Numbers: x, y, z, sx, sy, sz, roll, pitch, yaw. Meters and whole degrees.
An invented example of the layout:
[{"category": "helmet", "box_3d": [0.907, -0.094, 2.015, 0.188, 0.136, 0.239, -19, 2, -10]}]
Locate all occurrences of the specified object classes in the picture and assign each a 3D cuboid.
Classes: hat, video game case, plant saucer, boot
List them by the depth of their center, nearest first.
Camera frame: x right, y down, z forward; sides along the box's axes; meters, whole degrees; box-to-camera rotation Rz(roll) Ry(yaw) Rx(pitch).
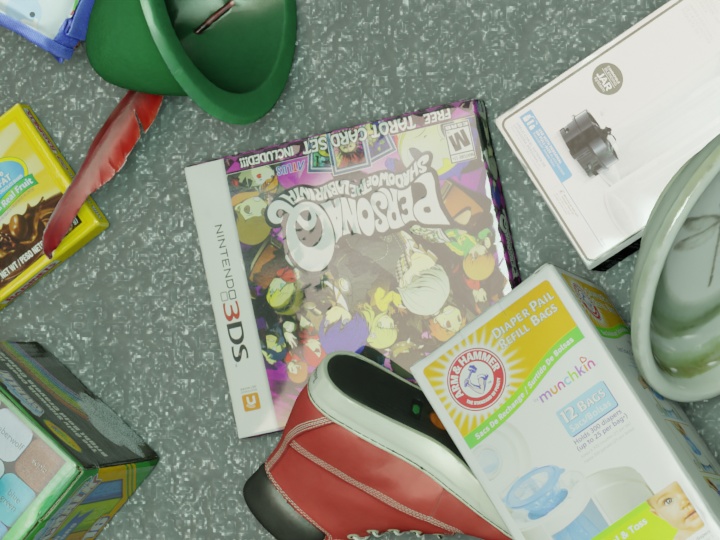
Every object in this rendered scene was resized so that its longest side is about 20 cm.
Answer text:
[{"category": "plant saucer", "box_3d": [0.216, -0.020, 1.558, 0.050, 0.200, 0.200, 34, 98, 36]}, {"category": "boot", "box_3d": [0.032, 0.154, 1.672, 0.200, 0.072, 0.144, 30, 121, -2]}, {"category": "hat", "box_3d": [-0.158, -0.150, 1.690, 0.176, 0.166, 0.200, -13, 48, 32]}, {"category": "video game case", "box_3d": [0.000, 0.000, 1.691, 0.200, 0.036, 0.182, -12, 87, 14]}]

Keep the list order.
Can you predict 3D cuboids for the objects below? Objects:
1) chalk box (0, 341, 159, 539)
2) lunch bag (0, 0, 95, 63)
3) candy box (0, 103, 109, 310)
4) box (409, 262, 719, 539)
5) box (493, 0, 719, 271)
[{"category": "chalk box", "box_3d": [-0.236, 0.127, 1.665, 0.124, 0.200, 0.124, 43, 99, 12]}, {"category": "lunch bag", "box_3d": [-0.226, -0.249, 1.716, 0.200, 0.124, 0.170, 30, 95, 22]}, {"category": "candy box", "box_3d": [-0.274, -0.012, 1.770, 0.200, 0.026, 0.102, -37, 78, 11]}, {"category": "box", "box_3d": [0.136, 0.110, 1.568, 0.112, 0.101, 0.200, -36, 71, 14]}, {"category": "box", "box_3d": [0.197, -0.100, 1.629, 0.200, 0.060, 0.117, -33, 81, 12]}]
